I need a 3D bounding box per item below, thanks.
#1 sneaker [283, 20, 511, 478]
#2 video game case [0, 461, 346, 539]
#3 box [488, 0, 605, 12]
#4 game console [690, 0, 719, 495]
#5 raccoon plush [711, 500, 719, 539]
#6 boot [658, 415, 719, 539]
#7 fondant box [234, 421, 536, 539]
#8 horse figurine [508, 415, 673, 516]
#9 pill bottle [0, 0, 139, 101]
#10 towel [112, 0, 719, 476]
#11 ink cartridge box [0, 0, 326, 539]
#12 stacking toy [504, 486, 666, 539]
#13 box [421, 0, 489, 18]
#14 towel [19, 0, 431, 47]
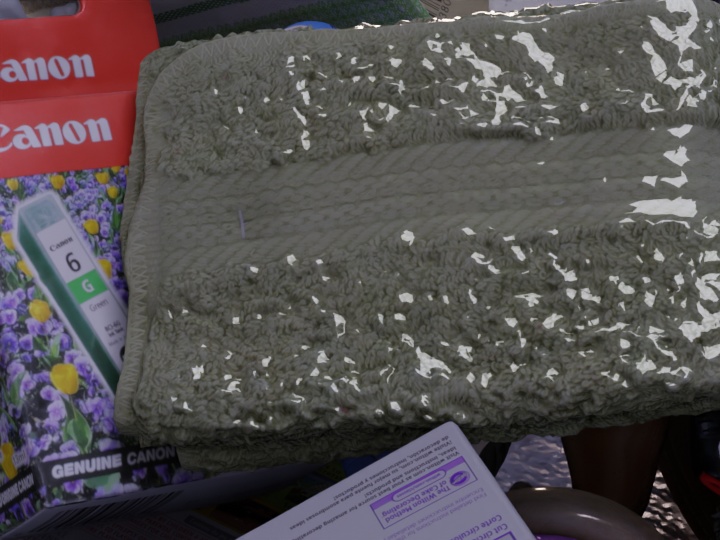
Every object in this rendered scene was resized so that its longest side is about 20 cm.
[{"bbox_3d":[0.000,0.000,0.864,0.077,0.076,0.200,36,32,-42],"label":"sneaker"},{"bbox_3d":[-0.078,0.067,0.876,0.200,0.023,0.182,24,34,14],"label":"video game case"},{"bbox_3d":[0.168,-0.184,1.053,0.200,0.199,0.131,-7,-14,35],"label":"box"},{"bbox_3d":[0.179,-0.004,0.846,0.177,0.031,0.200,20,63,-35],"label":"game console"},{"bbox_3d":[0.115,0.144,0.778,0.200,0.097,0.134,-16,43,-39],"label":"raccoon plush"},{"bbox_3d":[0.214,0.082,0.940,0.200,0.074,0.155,41,39,18],"label":"boot"},{"bbox_3d":[0.007,0.144,0.684,0.144,0.058,0.200,-29,34,-4],"label":"fondant box"},{"bbox_3d":[0.100,-0.002,0.888,0.133,0.200,0.050,50,9,28],"label":"horse figurine"},{"bbox_3d":[-0.182,-0.057,0.916,0.200,0.112,0.112,1,35,-10],"label":"pill bottle"},{"bbox_3d":[0.022,-0.014,0.790,0.200,0.036,0.148,-5,69,9],"label":"towel"},{"bbox_3d":[-0.087,-0.019,0.841,0.109,0.050,0.200,-7,75,-31],"label":"ink cartridge box"},{"bbox_3d":[0.045,0.155,0.751,0.085,0.085,0.200,18,37,2],"label":"stacking toy"},{"bbox_3d":[0.082,-0.141,1.189,0.078,0.095,0.200,30,34,22],"label":"box"},{"bbox_3d":[-0.054,-0.106,0.952,0.149,0.200,0.031,-10,52,25],"label":"towel"}]
